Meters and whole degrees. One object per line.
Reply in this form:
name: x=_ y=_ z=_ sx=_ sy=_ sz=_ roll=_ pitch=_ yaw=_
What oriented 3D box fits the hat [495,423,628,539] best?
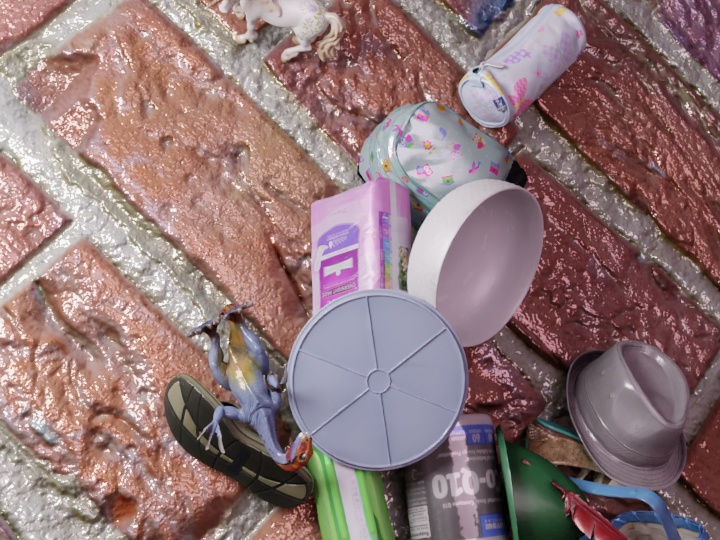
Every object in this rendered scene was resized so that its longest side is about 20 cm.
hat: x=0.257 y=0.265 z=1.332 sx=0.176 sy=0.166 sz=0.200 roll=-9 pitch=74 yaw=6

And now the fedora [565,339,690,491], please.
fedora: x=0.348 y=0.163 z=1.437 sx=0.177 sy=0.090 sz=0.200 roll=14 pitch=44 yaw=-20

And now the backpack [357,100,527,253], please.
backpack: x=0.101 y=-0.122 z=1.440 sx=0.200 sy=0.127 sz=0.167 roll=34 pitch=63 yaw=-14

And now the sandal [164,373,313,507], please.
sandal: x=-0.137 y=0.189 z=1.297 sx=0.201 sy=0.080 sz=0.057 roll=39 pitch=32 yaw=-5

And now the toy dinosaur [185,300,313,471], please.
toy dinosaur: x=-0.104 y=0.126 z=1.259 sx=0.105 sy=0.200 sz=0.182 roll=-27 pitch=97 yaw=17

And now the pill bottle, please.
pill bottle: x=0.110 y=0.273 z=1.336 sx=0.114 sy=0.114 sz=0.201 roll=-2 pitch=75 yaw=-22

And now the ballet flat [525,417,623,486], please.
ballet flat: x=0.291 y=0.244 z=1.453 sx=0.200 sy=0.071 sz=0.065 roll=21 pitch=95 yaw=-12

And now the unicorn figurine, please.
unicorn figurine: x=-0.110 y=-0.314 z=1.413 sx=0.200 sy=0.137 sz=0.074 roll=0 pitch=75 yaw=-21

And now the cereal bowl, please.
cereal bowl: x=0.122 y=-0.017 z=1.341 sx=0.083 sy=0.200 sz=0.200 roll=27 pitch=57 yaw=36

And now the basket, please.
basket: x=0.322 y=0.331 z=1.372 sx=0.139 sy=0.176 sz=0.200 roll=-43 pitch=111 yaw=-25

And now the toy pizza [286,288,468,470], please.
toy pizza: x=0.019 y=0.119 z=1.271 sx=0.200 sy=0.032 sz=0.201 roll=0 pitch=94 yaw=-3

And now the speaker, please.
speaker: x=-0.012 y=0.259 z=1.308 sx=0.088 sy=0.088 sz=0.200 roll=-8 pitch=77 yaw=-23

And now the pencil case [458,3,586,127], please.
pencil case: x=0.219 y=-0.277 z=1.560 sx=0.200 sy=0.083 sz=0.091 roll=-42 pitch=114 yaw=-27

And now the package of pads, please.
package of pads: x=0.000 y=0.000 z=1.370 sx=0.076 sy=0.120 sz=0.201 roll=13 pitch=68 yaw=-39
